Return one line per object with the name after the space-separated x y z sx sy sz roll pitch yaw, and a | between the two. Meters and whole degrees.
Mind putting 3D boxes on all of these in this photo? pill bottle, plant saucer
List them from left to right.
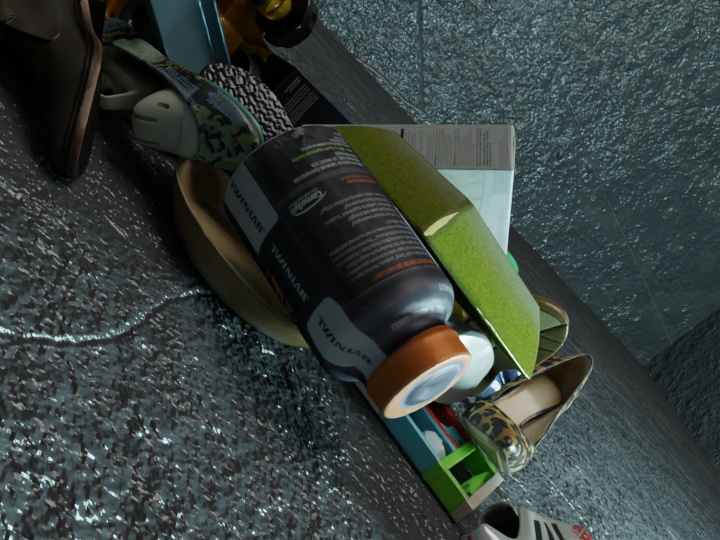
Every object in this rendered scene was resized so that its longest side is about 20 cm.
-0.138 -0.172 0.747 0.019 0.070 0.200 20 -35 23 | plant saucer
-0.082 -0.008 0.706 0.200 0.035 0.200 45 15 -15 | plant saucer
-0.006 0.003 0.617 0.200 0.106 0.106 55 15 25 | pill bottle
0.071 -0.029 0.742 0.200 0.048 0.200 51 1 -39 | plant saucer

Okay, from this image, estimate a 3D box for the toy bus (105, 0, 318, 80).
-0.157 -0.260 0.835 0.192 0.200 0.136 49 10 36 | toy bus

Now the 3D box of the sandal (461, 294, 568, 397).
0.127 0.066 0.862 0.080 0.200 0.054 29 56 -7 | sandal

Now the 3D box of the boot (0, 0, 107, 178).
-0.228 -0.147 0.609 0.097 0.075 0.201 5 52 -19 | boot

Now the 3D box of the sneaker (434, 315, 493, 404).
0.050 0.050 0.788 0.089 0.075 0.200 46 3 41 | sneaker

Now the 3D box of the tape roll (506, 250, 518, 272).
0.088 -0.024 1.055 0.200 0.048 0.200 29 -10 6 | tape roll

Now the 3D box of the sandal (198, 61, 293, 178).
-0.073 -0.081 0.740 0.201 0.075 0.048 51 -26 -12 | sandal

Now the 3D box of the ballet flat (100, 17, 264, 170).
-0.159 -0.127 0.674 0.200 0.074 0.074 36 6 31 | ballet flat

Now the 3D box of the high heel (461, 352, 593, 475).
0.168 0.121 0.835 0.071 0.142 0.200 52 2 8 | high heel

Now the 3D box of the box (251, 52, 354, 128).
-0.074 -0.174 1.018 0.141 0.079 0.200 44 2 -28 | box

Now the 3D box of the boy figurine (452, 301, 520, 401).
0.142 0.069 0.941 0.064 0.124 0.201 -119 -171 -56 | boy figurine

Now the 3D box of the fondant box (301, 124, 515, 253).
0.047 -0.076 0.866 0.144 0.199 0.058 79 15 -58 | fondant box

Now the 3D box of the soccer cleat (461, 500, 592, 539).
0.134 0.219 0.707 0.085 0.069 0.200 57 20 15 | soccer cleat

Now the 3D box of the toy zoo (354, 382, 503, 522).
0.046 0.121 0.787 0.200 0.020 0.131 53 14 14 | toy zoo
